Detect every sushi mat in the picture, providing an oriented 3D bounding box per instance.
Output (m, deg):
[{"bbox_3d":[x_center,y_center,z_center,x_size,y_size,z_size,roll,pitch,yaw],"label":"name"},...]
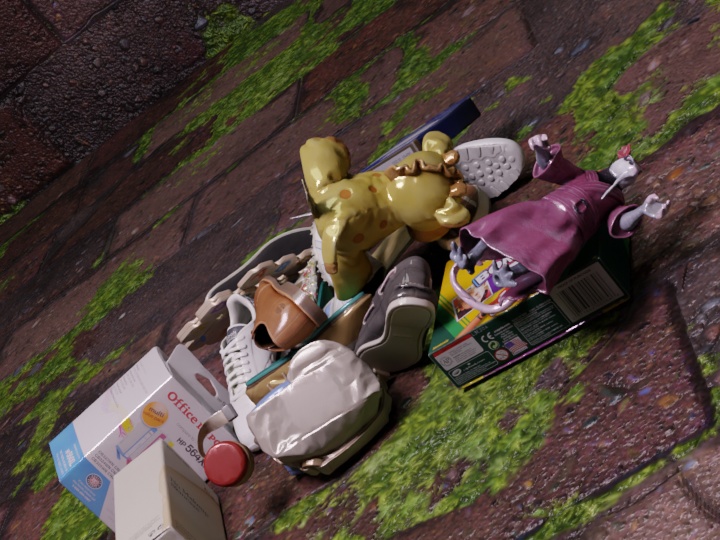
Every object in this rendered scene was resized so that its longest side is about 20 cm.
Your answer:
[{"bbox_3d":[0.033,-0.021,1.642,0.200,0.012,0.096,-51,12,43],"label":"sushi mat"}]

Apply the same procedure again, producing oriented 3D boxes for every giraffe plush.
[{"bbox_3d":[0.031,-0.074,1.463,0.162,0.173,0.200,-14,-9,1],"label":"giraffe plush"}]

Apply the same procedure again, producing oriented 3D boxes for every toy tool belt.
[{"bbox_3d":[-0.060,0.160,1.441,0.200,0.125,0.123,-36,-16,5],"label":"toy tool belt"}]

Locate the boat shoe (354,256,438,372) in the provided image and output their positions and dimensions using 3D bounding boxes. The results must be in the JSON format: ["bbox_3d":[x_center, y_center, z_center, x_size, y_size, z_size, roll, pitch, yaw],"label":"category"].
[{"bbox_3d":[0.039,0.050,1.428,0.200,0.067,0.057,117,161,-62],"label":"boat shoe"}]

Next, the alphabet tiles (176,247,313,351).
[{"bbox_3d":[-0.138,0.041,1.755,0.200,0.015,0.196,-18,-22,-49],"label":"alphabet tiles"}]

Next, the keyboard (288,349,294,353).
[{"bbox_3d":[-0.079,0.072,1.720,0.104,0.040,0.200,-35,20,14],"label":"keyboard"}]

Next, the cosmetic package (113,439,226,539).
[{"bbox_3d":[-0.196,0.270,1.444,0.073,0.104,0.200,-39,22,4],"label":"cosmetic package"}]

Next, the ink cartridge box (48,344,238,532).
[{"bbox_3d":[-0.244,0.196,1.638,0.200,0.129,0.125,-43,21,-3],"label":"ink cartridge box"}]

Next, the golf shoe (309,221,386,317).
[{"bbox_3d":[0.000,0.000,1.585,0.097,0.078,0.200,-33,55,42],"label":"golf shoe"}]

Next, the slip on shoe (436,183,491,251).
[{"bbox_3d":[0.118,-0.053,1.562,0.076,0.061,0.200,-43,14,3],"label":"slip on shoe"}]

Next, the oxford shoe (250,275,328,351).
[{"bbox_3d":[-0.096,0.053,1.525,0.071,0.071,0.200,-47,8,-8],"label":"oxford shoe"}]

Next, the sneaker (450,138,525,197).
[{"bbox_3d":[0.121,-0.122,1.691,0.200,0.076,0.081,-20,21,41],"label":"sneaker"}]

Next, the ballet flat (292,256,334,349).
[{"bbox_3d":[-0.058,0.032,1.690,0.064,0.076,0.200,-22,20,19],"label":"ballet flat"}]

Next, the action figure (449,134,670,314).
[{"bbox_3d":[0.191,-0.040,1.267,0.200,0.134,0.149,-34,-25,-21],"label":"action figure"}]

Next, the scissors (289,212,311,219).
[{"bbox_3d":[0.017,-0.079,1.583,0.200,0.014,0.073,-18,30,-1],"label":"scissors"}]

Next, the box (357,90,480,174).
[{"bbox_3d":[0.071,-0.153,1.700,0.121,0.032,0.200,-30,8,38],"label":"box"}]

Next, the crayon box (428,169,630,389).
[{"bbox_3d":[0.168,0.008,1.379,0.200,0.058,0.173,-31,23,25],"label":"crayon box"}]

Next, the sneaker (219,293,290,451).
[{"bbox_3d":[-0.130,0.119,1.620,0.076,0.080,0.200,-27,42,23],"label":"sneaker"}]

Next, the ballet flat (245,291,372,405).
[{"bbox_3d":[-0.043,0.097,1.519,0.200,0.063,0.069,-39,-3,32],"label":"ballet flat"}]

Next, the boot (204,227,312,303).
[{"bbox_3d":[-0.130,0.013,1.901,0.200,0.072,0.144,-32,-3,-13],"label":"boot"}]
